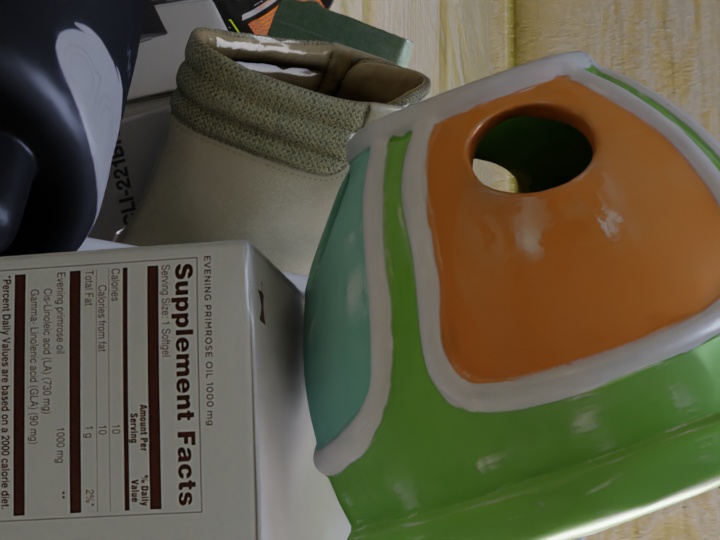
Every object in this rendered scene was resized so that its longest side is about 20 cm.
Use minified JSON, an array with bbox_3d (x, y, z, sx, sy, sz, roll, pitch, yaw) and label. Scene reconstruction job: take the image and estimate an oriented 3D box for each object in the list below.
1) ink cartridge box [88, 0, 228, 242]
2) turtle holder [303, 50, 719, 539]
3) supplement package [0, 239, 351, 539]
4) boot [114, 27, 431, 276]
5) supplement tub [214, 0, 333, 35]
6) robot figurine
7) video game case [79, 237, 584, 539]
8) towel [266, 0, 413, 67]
[{"bbox_3d":[-0.092,-0.049,1.021,0.200,0.084,0.145,-115,-166,-57],"label":"ink cartridge box"},{"bbox_3d":[0.054,0.016,0.654,0.132,0.141,0.185,69,17,3],"label":"turtle holder"},{"bbox_3d":[-0.106,0.086,0.681,0.191,0.200,0.147,49,38,-75],"label":"supplement package"},{"bbox_3d":[0.000,0.000,0.923,0.155,0.200,0.072,-66,-153,17],"label":"boot"},{"bbox_3d":[-0.076,-0.175,1.243,0.200,0.122,0.123,54,34,-76],"label":"supplement tub"},{"bbox_3d":[-0.138,-0.070,0.804,0.125,0.150,0.200,54,28,-35],"label":"robot figurine"},{"bbox_3d":[-0.015,0.089,0.839,0.023,0.200,0.183,134,-39,-59],"label":"video game case"},{"bbox_3d":[-0.036,-0.017,1.083,0.153,0.023,0.200,34,-74,66],"label":"towel"}]
